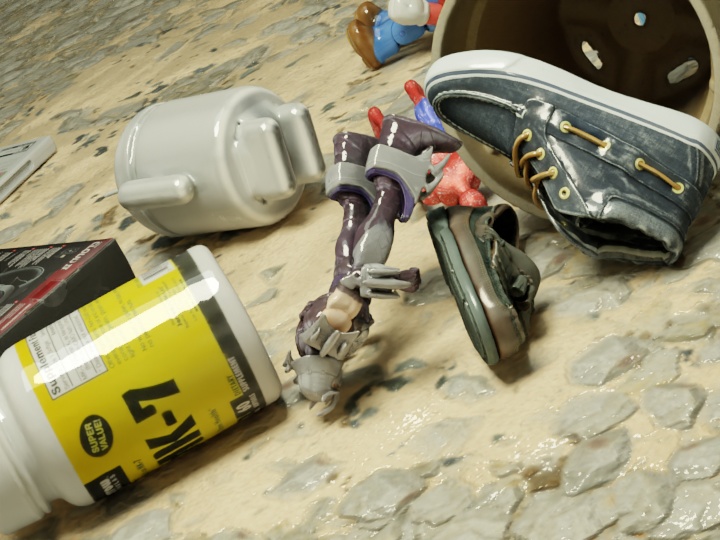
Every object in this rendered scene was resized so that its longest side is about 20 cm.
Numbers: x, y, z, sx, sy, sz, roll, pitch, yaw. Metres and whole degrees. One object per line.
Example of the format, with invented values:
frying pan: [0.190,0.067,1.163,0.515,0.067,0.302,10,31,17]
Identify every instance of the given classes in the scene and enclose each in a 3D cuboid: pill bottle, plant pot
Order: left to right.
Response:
pill bottle: [-0.160,0.079,1.135,0.199,0.115,0.114,-29,22,-7]
plant pot: [0.173,-0.155,1.230,0.199,0.202,0.183,-13,14,28]

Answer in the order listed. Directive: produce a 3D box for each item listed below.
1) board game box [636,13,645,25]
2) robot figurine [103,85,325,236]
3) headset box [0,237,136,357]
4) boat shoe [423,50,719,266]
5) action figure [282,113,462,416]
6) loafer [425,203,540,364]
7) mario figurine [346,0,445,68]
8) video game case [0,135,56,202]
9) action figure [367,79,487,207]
board game box: [0.254,-0.264,1.332,0.133,0.201,0.034,-13,25,26]
robot figurine: [-0.124,-0.088,1.461,0.199,0.114,0.169,-5,14,40]
headset box: [-0.268,0.048,1.366,0.199,0.078,0.149,-3,32,42]
boat shoe: [0.121,-0.071,1.115,0.199,0.071,0.091,18,63,17]
action figure: [0.000,0.000,1.130,0.130,0.069,0.202,-30,39,60]
loafer: [0.084,-0.004,1.122,0.062,0.072,0.200,-19,20,0]
mario figurine: [0.075,-0.277,1.667,0.199,0.106,0.124,-26,55,20]
video game case: [-0.446,-0.075,1.898,0.198,0.022,0.182,-10,27,32]
action figure: [0.059,-0.085,1.350,0.065,0.052,0.200,-31,27,1]
